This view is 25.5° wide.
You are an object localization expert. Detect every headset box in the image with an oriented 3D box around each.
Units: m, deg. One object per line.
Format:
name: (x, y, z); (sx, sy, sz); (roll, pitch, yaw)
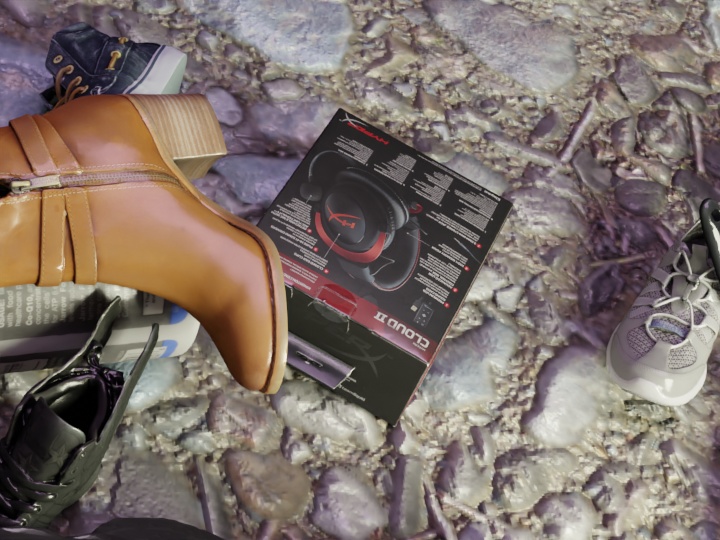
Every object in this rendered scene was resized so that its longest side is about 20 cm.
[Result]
headset box: (0.000, 0.000, 1.094); (0.148, 0.075, 0.201); (28, 46, 3)

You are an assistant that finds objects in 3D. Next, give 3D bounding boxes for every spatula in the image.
spatula: (0.281, 0.041, 1.139); (0.056, 0.020, 0.202); (-32, 103, -33)

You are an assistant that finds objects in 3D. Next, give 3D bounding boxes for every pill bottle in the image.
pill bottle: (-0.206, 0.005, 0.975); (0.198, 0.114, 0.114); (-4, 52, -27)

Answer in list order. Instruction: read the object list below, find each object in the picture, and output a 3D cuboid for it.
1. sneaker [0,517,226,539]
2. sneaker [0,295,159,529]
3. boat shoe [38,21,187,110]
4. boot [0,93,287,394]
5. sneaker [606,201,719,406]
sneaker: (-0.137, 0.189, 0.879); (0.198, 0.087, 0.080); (7, 7, -39)
sneaker: (-0.186, 0.111, 0.897); (0.060, 0.105, 0.200); (33, 46, 7)
boat shoe: (-0.188, -0.112, 1.105); (0.090, 0.071, 0.201); (17, 28, -1)
boot: (-0.133, -0.010, 0.902); (0.154, 0.077, 0.202); (-12, 76, -30)
sneaker: (0.233, 0.019, 1.165); (0.074, 0.083, 0.200); (18, 41, 13)
